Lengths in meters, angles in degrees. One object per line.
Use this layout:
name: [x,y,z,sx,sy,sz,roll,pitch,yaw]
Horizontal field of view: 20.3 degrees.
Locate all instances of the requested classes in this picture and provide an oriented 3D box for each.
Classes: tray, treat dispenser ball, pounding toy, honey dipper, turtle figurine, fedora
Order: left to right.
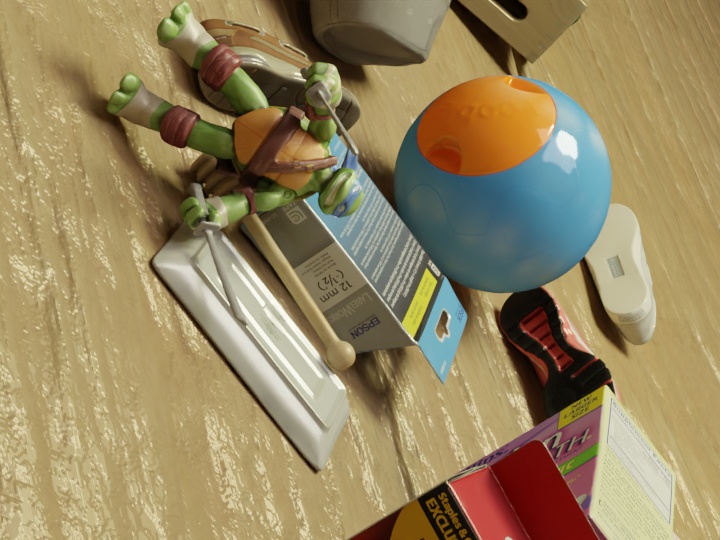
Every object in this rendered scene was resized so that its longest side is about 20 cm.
turtle figurine: [-0.087,-0.102,1.468,0.194,0.144,0.200,35,36,5]
tray: [-0.072,0.048,1.496,0.200,0.022,0.107,52,22,-10]
honey dipper: [-0.066,-0.007,1.551,0.200,0.038,0.038,58,22,9]
fedora: [0.021,-0.250,1.951,0.200,0.177,0.090,17,73,-60]
treat dispenser ball: [0.131,-0.079,1.845,0.201,0.201,0.201,44,25,-27]
pounding toy: [0.188,-0.326,2.420,0.200,0.142,0.184,40,25,-12]

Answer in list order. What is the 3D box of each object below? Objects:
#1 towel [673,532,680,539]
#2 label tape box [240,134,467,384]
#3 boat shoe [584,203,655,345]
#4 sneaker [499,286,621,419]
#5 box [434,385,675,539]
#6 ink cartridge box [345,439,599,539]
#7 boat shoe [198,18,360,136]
towel: [0.261,0.280,1.850,0.200,0.032,0.191,47,25,-20]
label tape box: [0.000,0.000,1.654,0.200,0.066,0.143,54,23,-13]
boat shoe: [0.296,0.004,2.254,0.200,0.072,0.069,-105,173,-52]
sneaker: [0.208,0.101,1.916,0.087,0.074,0.200,38,22,-51]
box: [0.135,0.206,1.500,0.097,0.176,0.200,51,23,-13]
ink cartridge box: [0.087,0.241,1.358,0.200,0.175,0.084,60,22,9]
boat shoe: [-0.070,-0.167,1.725,0.200,0.076,0.072,26,35,-54]
